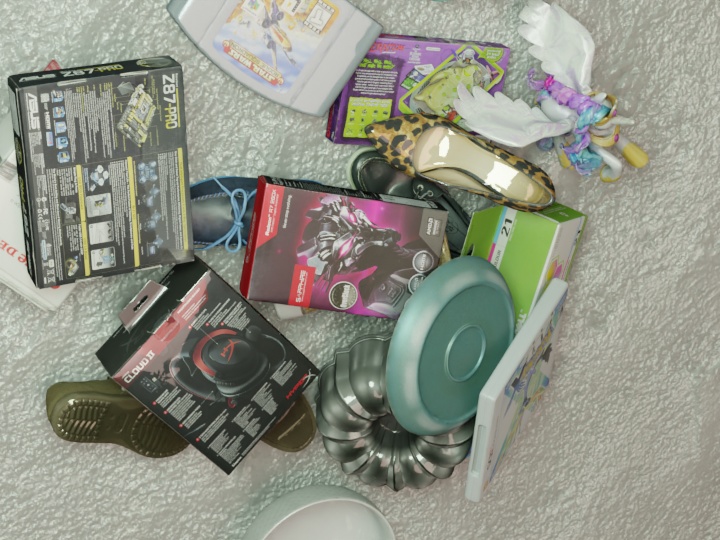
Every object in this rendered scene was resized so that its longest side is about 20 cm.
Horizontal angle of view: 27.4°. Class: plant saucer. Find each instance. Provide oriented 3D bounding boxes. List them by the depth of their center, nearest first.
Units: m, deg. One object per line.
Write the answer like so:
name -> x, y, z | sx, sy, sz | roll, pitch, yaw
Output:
plant saucer -> 0.104, 0.085, 1.568 | 0.199, 0.027, 0.202 | -21, 121, -40

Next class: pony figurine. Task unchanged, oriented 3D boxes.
pony figurine -> 0.223, -0.176, 1.604 | 0.167, 0.192, 0.200 | -55, 159, -4

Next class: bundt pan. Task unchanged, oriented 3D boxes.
bundt pan -> 0.041, 0.171, 1.677 | 0.200, 0.076, 0.203 | 4, 123, 6

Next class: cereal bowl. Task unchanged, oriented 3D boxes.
cereal bowl -> -0.062, 0.338, 1.752 | 0.199, 0.083, 0.202 | -10, 116, -22

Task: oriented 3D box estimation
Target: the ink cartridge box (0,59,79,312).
ink cartridge box -> -0.303, -0.081, 1.451 | 0.145, 0.085, 0.200 | 39, 90, -33

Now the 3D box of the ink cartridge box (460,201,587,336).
ink cartridge box -> 0.172, 0.003, 1.661 | 0.200, 0.075, 0.149 | -18, 128, -63

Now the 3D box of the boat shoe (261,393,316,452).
boat shoe -> -0.127, 0.126, 1.638 | 0.072, 0.068, 0.200 | -48, 121, -5

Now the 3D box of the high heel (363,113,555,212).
high heel -> 0.110, -0.115, 1.567 | 0.199, 0.142, 0.072 | 15, 99, -32

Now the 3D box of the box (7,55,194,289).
box -> -0.243, -0.093, 1.398 | 0.160, 0.049, 0.202 | -11, 115, -21

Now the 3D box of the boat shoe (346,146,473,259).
boat shoe -> 0.068, -0.067, 1.646 | 0.075, 0.066, 0.199 | -47, 123, 1

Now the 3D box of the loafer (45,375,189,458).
loafer -> -0.255, 0.150, 1.590 | 0.199, 0.067, 0.076 | 20, 106, -47

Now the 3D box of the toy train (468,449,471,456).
toy train -> 0.104, 0.130, 1.742 | 0.114, 0.087, 0.201 | -34, 122, -2

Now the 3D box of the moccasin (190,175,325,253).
moccasin -> -0.111, -0.064, 1.559 | 0.198, 0.068, 0.081 | -12, 117, -19

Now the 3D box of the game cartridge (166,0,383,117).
game cartridge -> -0.089, -0.247, 1.494 | 0.199, 0.042, 0.134 | 32, 93, -24

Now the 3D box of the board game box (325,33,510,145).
board game box -> 0.064, -0.194, 1.612 | 0.199, 0.032, 0.121 | 1, 115, -27

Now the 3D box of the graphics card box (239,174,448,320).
graphics card box -> -0.017, -0.021, 1.527 | 0.198, 0.051, 0.127 | 9, 102, -13

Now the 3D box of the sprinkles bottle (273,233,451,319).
sprinkles bottle -> 0.000, 0.000, 1.606 | 0.198, 0.068, 0.069 | -13, 119, 2

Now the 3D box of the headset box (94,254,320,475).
headset box -> -0.163, 0.089, 1.524 | 0.149, 0.075, 0.200 | -48, 120, -4

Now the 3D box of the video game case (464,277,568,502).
video game case -> 0.175, 0.135, 1.657 | 0.200, 0.022, 0.183 | -52, 157, -39
